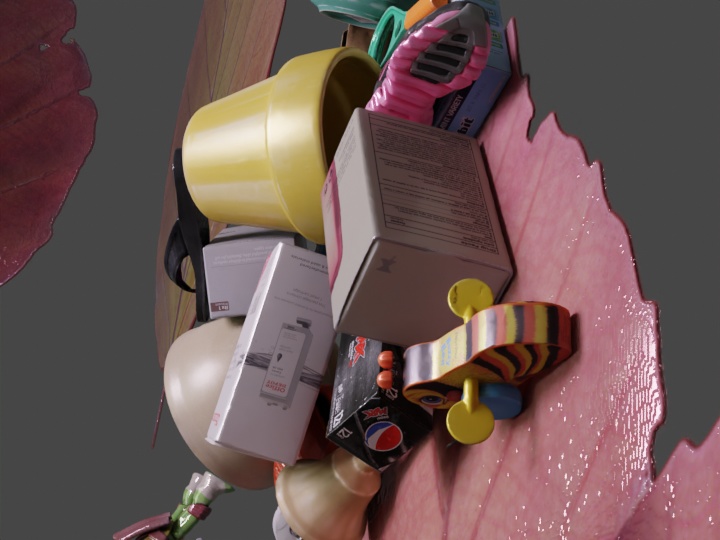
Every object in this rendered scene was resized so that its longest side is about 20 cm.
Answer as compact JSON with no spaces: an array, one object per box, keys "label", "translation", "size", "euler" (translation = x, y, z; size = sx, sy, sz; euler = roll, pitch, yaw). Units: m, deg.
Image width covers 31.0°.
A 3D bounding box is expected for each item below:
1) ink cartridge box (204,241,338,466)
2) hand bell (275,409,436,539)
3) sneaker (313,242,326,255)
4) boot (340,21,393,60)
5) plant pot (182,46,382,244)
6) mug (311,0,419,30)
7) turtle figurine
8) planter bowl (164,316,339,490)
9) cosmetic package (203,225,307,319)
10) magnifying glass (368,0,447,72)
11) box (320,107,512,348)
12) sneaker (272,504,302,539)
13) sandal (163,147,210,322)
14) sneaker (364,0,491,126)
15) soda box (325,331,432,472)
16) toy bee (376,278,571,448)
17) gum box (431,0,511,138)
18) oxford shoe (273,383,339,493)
[{"label":"ink cartridge box","translation":[-0.080,0.084,1.273],"size":[0.147,0.083,0.200],"euler":[152,136,-79]},{"label":"hand bell","translation":[0.017,0.167,1.210],"size":[0.200,0.104,0.104],"euler":[-48,30,34]},{"label":"sneaker","translation":[-0.013,-0.059,1.493],"size":[0.090,0.078,0.200],"euler":[-44,43,45]},{"label":"boot","translation":[0.011,-0.215,1.507],"size":[0.074,0.075,0.200],"euler":[125,152,-48]},{"label":"plant pot","translation":[-0.075,-0.123,1.373],"size":[0.189,0.201,0.201],"euler":[-5,66,28]},{"label":"mug","translation":[0.008,-0.337,1.455],"size":[0.185,0.152,0.115],"euler":[-44,-31,-86]},{"label":"turtle figurine","translation":[-0.236,0.397,1.848],"size":[0.194,0.200,0.144],"euler":[-58,-20,-20]},{"label":"planter bowl","translation":[-0.099,0.125,1.446],"size":[0.135,0.200,0.200],"euler":[-33,38,28]},{"label":"cosmetic package","translation":[-0.114,-0.004,1.482],"size":[0.200,0.107,0.090],"euler":[-102,6,-85]},{"label":"magnifying glass","translation":[0.046,-0.253,1.355],"size":[0.200,0.022,0.080],"euler":[160,124,-69]},{"label":"box","translation":[0.044,-0.036,1.158],"size":[0.200,0.128,0.109],"euler":[-96,25,-50]},{"label":"sneaker","translation":[-0.051,0.307,1.325],"size":[0.082,0.075,0.200],"euler":[-114,28,-54]},{"label":"sandal","translation":[-0.194,-0.039,1.434],"size":[0.075,0.048,0.201],"euler":[-84,-11,-68]},{"label":"sneaker","translation":[0.060,-0.197,1.194],"size":[0.200,0.079,0.096],"euler":[-45,26,55]},{"label":"soda box","translation":[0.022,0.083,1.161],"size":[0.071,0.063,0.200],"euler":[-43,21,27]},{"label":"toy bee","translation":[0.073,0.083,1.003],"size":[0.131,0.109,0.200],"euler":[-99,28,-49]},{"label":"gum box","translation":[0.085,-0.202,1.298],"size":[0.200,0.044,0.170],"euler":[-94,24,-43]},{"label":"oxford shoe","translation":[-0.034,0.189,1.358],"size":[0.071,0.072,0.200],"euler":[56,139,27]}]
